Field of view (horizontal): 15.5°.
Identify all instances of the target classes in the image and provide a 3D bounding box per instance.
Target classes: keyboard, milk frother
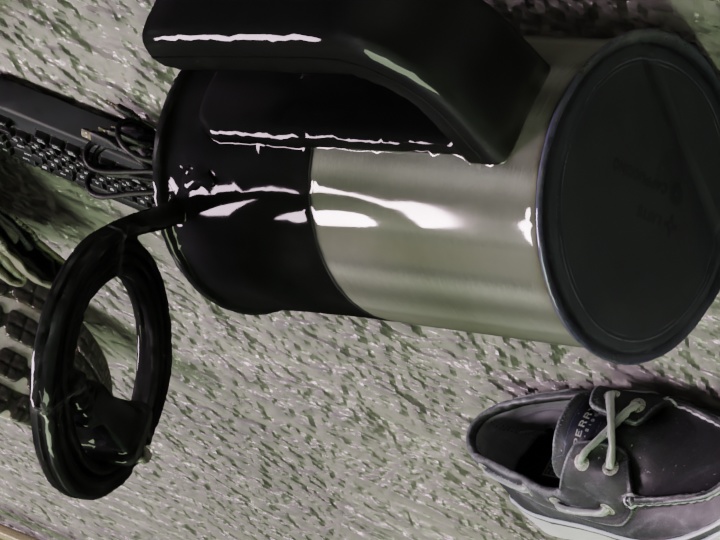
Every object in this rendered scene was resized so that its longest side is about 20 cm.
[{"bbox_3d":[-0.093,-0.032,1.212,0.200,0.040,0.104,21,158,15],"label":"keyboard"},{"bbox_3d":[0.000,0.000,0.937,0.188,0.200,0.180,6,170,43],"label":"milk frother"}]

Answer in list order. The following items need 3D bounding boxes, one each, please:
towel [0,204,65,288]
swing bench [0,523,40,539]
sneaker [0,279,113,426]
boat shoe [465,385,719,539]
[{"bbox_3d":[-0.262,-0.058,1.331,0.200,0.035,0.193,14,155,47],"label":"towel"},{"bbox_3d":[-0.238,0.273,1.932,0.199,0.130,0.200,21,162,16],"label":"swing bench"},{"bbox_3d":[-0.217,0.034,1.480,0.200,0.077,0.089,26,171,18],"label":"sneaker"},{"bbox_3d":[0.117,0.083,1.183,0.068,0.072,0.200,37,163,-25],"label":"boat shoe"}]
